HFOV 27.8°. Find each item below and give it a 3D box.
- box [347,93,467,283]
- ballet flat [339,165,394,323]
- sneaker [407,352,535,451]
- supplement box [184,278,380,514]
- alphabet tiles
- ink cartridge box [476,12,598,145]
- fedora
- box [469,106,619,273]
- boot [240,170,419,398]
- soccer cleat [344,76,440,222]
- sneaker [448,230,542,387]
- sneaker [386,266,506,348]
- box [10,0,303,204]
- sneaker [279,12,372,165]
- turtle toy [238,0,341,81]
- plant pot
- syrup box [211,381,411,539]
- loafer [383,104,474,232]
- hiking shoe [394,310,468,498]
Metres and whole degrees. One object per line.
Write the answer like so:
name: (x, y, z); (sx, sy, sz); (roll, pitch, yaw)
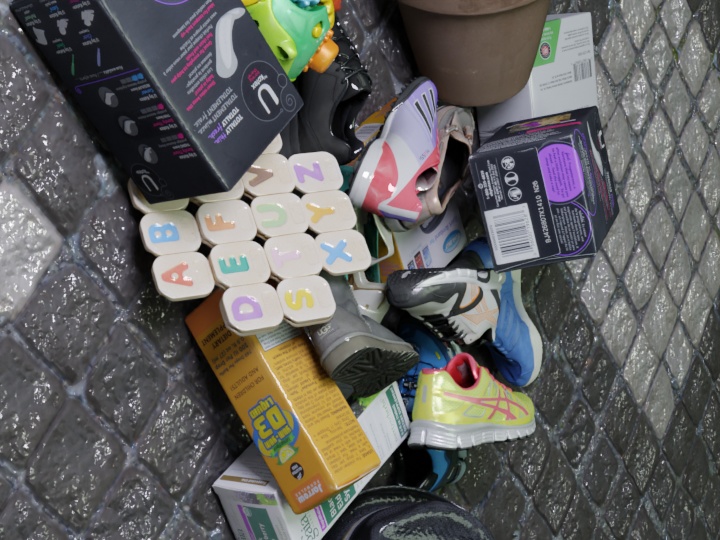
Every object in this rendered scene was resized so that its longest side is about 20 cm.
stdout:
box: (0.050, -0.066, 1.495); (0.119, 0.041, 0.202); (-43, 122, -43)
ballet flat: (0.000, 0.000, 1.408); (0.067, 0.070, 0.203); (-18, 107, -51)
sneaker: (0.117, 0.127, 1.452); (0.199, 0.077, 0.091); (0, 87, -58)
supplement box: (-0.068, 0.104, 1.257); (0.069, 0.066, 0.201); (-24, 79, -49)
alphabet tiles: (-0.091, -0.042, 1.226); (0.194, 0.015, 0.202); (-8, 65, -26)
ink cartridge box: (0.201, -0.181, 1.648); (0.145, 0.083, 0.202); (-21, 108, -49)
fedora: (0.062, 0.278, 1.408); (0.198, 0.092, 0.202); (12, 55, -17)
box: (0.190, -0.086, 1.474); (0.200, 0.105, 0.124); (-40, 118, -68)
boot: (-0.035, 0.009, 1.312); (0.072, 0.201, 0.182); (-36, 158, 4)
soccer cleat: (0.047, -0.113, 1.370); (0.201, 0.073, 0.069); (-61, 175, -50)
sneaker: (0.134, 0.064, 1.586); (0.111, 0.076, 0.202); (-38, 132, -33)
sneaker: (0.089, 0.036, 1.419); (0.199, 0.073, 0.081); (4, 87, -58)
box: (-0.156, -0.169, 1.147); (0.123, 0.105, 0.201); (-52, 121, -36)
sneaker: (-0.029, -0.191, 1.345); (0.076, 0.090, 0.203); (-12, 101, -49)
turtle toy: (-0.073, -0.242, 1.248); (0.147, 0.100, 0.201); (78, -5, -45)
plant pot: (0.117, -0.267, 1.472); (0.200, 0.199, 0.176); (-47, 144, -40)
syrup box: (-0.041, 0.173, 1.355); (0.200, 0.081, 0.079); (-45, 125, -43)
loafer: (0.084, -0.103, 1.442); (0.200, 0.062, 0.072); (-56, 129, -48)
hiking shoe: (0.066, 0.139, 1.498); (0.086, 0.074, 0.202); (-28, 113, -49)
